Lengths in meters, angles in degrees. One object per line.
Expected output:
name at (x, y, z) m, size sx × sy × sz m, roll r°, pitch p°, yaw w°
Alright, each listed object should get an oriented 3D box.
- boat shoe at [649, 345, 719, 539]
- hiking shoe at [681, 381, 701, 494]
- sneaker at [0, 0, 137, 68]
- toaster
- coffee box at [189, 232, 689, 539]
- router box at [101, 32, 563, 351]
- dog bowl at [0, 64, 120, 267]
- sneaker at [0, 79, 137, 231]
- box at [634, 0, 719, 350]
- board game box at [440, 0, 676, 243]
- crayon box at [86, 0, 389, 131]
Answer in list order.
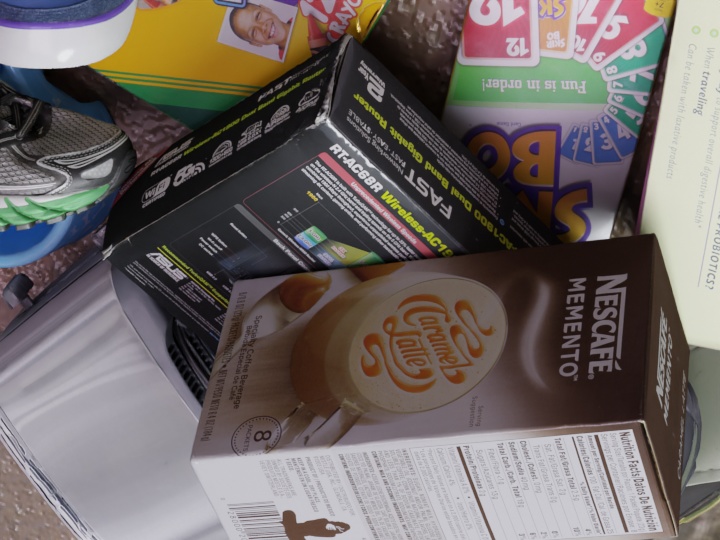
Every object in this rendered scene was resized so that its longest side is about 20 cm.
boat shoe at (0.157, 0.085, 1.111) m, size 0.201 × 0.060 × 0.072 m, roll -36°, pitch 71°, yaw 25°
hiking shoe at (0.077, 0.117, 1.062) m, size 0.200 × 0.100 × 0.076 m, roll -44°, pitch 69°, yaw 27°
sneaker at (-0.139, -0.192, 0.976) m, size 0.080 × 0.200 × 0.147 m, roll -2°, pitch 123°, yaw -3°
toaster at (-0.097, 0.071, 1.140) m, size 0.129 × 0.114 × 0.200 m, roll -29°, pitch 107°, yaw 28°
coffee box at (0.038, 0.058, 0.981) m, size 0.199 × 0.115 × 0.080 m, roll -7°, pitch 133°, yaw 17°
router box at (0.000, 0.000, 1.057) m, size 0.149 × 0.062 × 0.200 m, roll -27°, pitch 124°, yaw 34°
dog bowl at (-0.201, -0.090, 1.123) m, size 0.111 × 0.050 × 0.201 m, roll -20°, pitch 108°, yaw 22°
sneaker at (-0.201, -0.076, 1.058) m, size 0.199 × 0.078 × 0.086 m, roll 15°, pitch 117°, yaw 8°
box at (0.231, -0.051, 1.005) m, size 0.199 × 0.097 × 0.177 m, roll 11°, pitch 117°, yaw 10°
board game box at (0.085, -0.064, 1.077) m, size 0.095 × 0.030 × 0.201 m, roll 16°, pitch 120°, yaw 6°
crayon box at (-0.036, -0.156, 1.044) m, size 0.118 × 0.058 × 0.201 m, roll 31°, pitch 119°, yaw -2°
